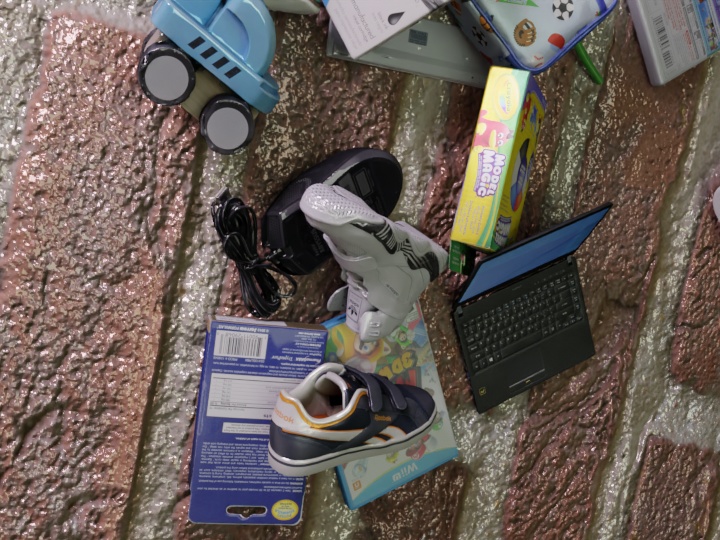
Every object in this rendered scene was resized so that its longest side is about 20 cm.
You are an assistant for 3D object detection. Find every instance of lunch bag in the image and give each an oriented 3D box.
[{"bbox_3d":[0.159,-0.310,0.808,0.159,0.076,0.201,-39,101,-3],"label":"lunch bag"}]

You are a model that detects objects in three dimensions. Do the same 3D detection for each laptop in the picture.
[{"bbox_3d":[0.199,0.045,0.882,0.174,0.103,0.205,-21,105,-18],"label":"laptop"}]

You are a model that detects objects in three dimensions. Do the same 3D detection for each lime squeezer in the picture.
[{"bbox_3d":[0.227,-0.300,0.887,0.070,0.037,0.205,-29,110,-49],"label":"lime squeezer"}]

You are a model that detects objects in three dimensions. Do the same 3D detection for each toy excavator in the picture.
[{"bbox_3d":[-0.119,-0.235,0.673,0.193,0.100,0.201,37,102,-25],"label":"toy excavator"}]

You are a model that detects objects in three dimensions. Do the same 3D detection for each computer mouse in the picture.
[{"bbox_3d":[-0.049,-0.058,0.781,0.198,0.053,0.141,-32,129,-17],"label":"computer mouse"}]

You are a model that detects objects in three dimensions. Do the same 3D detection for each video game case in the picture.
[{"bbox_3d":[0.385,-0.350,0.948,0.180,0.022,0.204,-30,107,-17],"label":"video game case"},{"bbox_3d":[0.022,0.137,0.865,0.140,0.018,0.205,-21,106,-20],"label":"video game case"}]

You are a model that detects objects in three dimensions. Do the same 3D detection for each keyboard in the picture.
[{"bbox_3d":[0.058,-0.233,0.833,0.195,0.011,0.058,5,91,-24],"label":"keyboard"}]

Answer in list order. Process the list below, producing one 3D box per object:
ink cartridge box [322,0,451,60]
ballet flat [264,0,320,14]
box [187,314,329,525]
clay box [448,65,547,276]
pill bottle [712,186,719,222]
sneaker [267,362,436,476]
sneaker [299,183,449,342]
[{"bbox_3d":[0.053,-0.297,0.733,0.197,0.068,0.118,-28,102,15],"label":"ink cartridge box"},{"bbox_3d":[-0.126,-0.283,0.722,0.199,0.069,0.070,37,83,-19],"label":"ballet flat"},{"bbox_3d":[-0.104,0.150,0.797,0.118,0.032,0.205,6,98,-18],"label":"box"},{"bbox_3d":[0.142,-0.092,0.831,0.114,0.047,0.205,10,92,-68],"label":"clay box"},{"bbox_3d":[0.540,-0.126,0.996,0.199,0.114,0.115,-40,110,-13],"label":"pill bottle"},{"bbox_3d":[0.001,0.133,0.783,0.197,0.078,0.081,-11,115,-38],"label":"sneaker"},{"bbox_3d":[0.000,0.000,0.762,0.198,0.075,0.116,23,101,-49],"label":"sneaker"}]
